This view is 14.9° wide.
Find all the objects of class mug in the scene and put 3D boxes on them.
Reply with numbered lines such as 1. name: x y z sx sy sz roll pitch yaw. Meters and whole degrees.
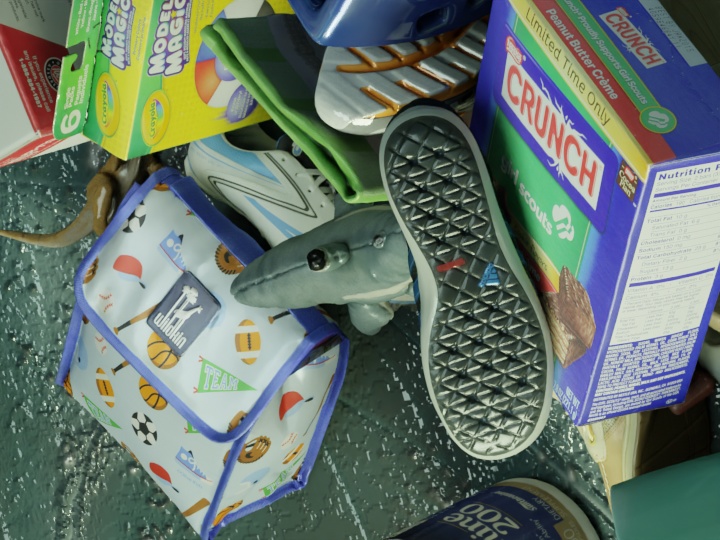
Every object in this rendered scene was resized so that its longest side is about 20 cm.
1. mug: 0.215 0.171 1.548 0.114 0.185 0.153 -17 108 9

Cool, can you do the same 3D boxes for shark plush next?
1. shark plush: 0.000 0.000 1.631 0.200 0.083 0.091 5 99 61

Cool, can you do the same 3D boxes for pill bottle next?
1. pill bottle: 0.052 0.206 1.678 0.111 0.200 0.112 15 114 37

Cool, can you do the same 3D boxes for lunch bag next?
1. lunch bag: -0.102 0.050 1.800 0.170 0.124 0.200 44 140 18

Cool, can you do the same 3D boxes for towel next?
1. towel: 0.012 -0.102 1.618 0.149 0.200 0.031 47 118 20

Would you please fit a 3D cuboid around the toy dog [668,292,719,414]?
1. toy dog: 0.250 0.067 1.516 0.200 0.132 0.097 25 78 41

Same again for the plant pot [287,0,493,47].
1. plant pot: 0.049 -0.252 1.527 0.200 0.179 0.200 -61 43 36

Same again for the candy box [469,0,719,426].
1. candy box: 0.127 -0.046 1.486 0.201 0.077 0.169 101 148 -44

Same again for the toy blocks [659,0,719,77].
1. toy blocks: 0.170 -0.089 1.565 0.201 0.100 0.137 62 144 9

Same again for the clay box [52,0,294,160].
1. clay box: -0.100 -0.140 1.702 0.047 0.200 0.115 29 122 31

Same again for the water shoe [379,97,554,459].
1. water shoe: 0.063 0.001 1.506 0.071 0.079 0.201 -11 104 8

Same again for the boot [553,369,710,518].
1. boot: 0.124 0.069 1.659 0.155 0.073 0.201 4 111 44

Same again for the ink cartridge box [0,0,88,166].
1. ink cartridge box: -0.178 -0.161 1.767 0.084 0.199 0.145 -24 87 47

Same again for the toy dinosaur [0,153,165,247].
1. toy dinosaur: -0.174 -0.047 1.909 0.200 0.060 0.107 -50 46 34

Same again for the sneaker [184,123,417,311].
1. sneaker: -0.031 -0.042 1.765 0.200 0.072 0.073 37 116 23

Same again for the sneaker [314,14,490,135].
1. sneaker: 0.047 -0.118 1.587 0.078 0.200 0.077 40 137 22
